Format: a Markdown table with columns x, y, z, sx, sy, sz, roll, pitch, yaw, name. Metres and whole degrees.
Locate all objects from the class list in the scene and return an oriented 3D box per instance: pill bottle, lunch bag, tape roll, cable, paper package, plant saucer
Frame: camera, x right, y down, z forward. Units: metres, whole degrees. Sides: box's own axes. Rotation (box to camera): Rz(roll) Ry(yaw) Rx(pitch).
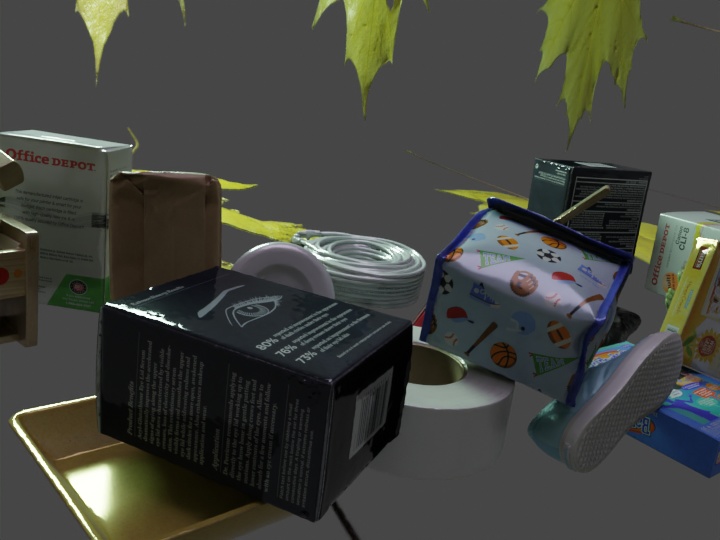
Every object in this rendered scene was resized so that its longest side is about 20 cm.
| x | y | z | sx | sy | sz | roll | pitch | yaw | name |
| --- | --- | --- | --- | --- | --- | --- | --- | --- | --- |
| -0.093 | 0.036 | 0.798 | 0.110 | 0.115 | 0.200 | 5 | -6 | -10 | pill bottle |
| 0.177 | 0.011 | 0.752 | 0.168 | 0.126 | 0.200 | 24 | 34 | 20 | lunch bag |
| 0.047 | 0.120 | 0.728 | 0.198 | 0.072 | 0.203 | 7 | 17 | -2 | tape roll |
| 0.000 | 0.000 | 1.119 | 0.196 | 0.071 | 0.200 | 3 | 18 | -19 | cable |
| -0.194 | -0.003 | 0.767 | 0.101 | 0.195 | 0.200 | 0 | 6 | -11 | paper package |
| -0.141 | 0.152 | 0.574 | 0.198 | 0.049 | 0.199 | -7 | 22 | -41 | plant saucer |

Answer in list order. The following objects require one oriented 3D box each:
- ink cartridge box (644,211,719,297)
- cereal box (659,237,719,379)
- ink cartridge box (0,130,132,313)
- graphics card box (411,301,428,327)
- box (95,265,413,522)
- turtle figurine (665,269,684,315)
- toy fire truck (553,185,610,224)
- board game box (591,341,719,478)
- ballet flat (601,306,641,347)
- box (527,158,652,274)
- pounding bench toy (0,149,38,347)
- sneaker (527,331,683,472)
| x | y | z | sx | sy | sz | roll | pitch | yaw | name |
| --- | --- | --- | --- | --- | --- | --- | --- | --- | --- |
| 0.629 | -0.010 | 1.297 | 0.142 | 0.148 | 0.199 | -3 | 19 | -32 | ink cartridge box |
| 0.454 | 0.063 | 0.884 | 0.197 | 0.146 | 0.039 | 21 | 2 | -22 | cereal box |
| -0.366 | -0.064 | 0.924 | 0.143 | 0.204 | 0.084 | 9 | 15 | 4 | ink cartridge box |
| 0.146 | 0.043 | 0.931 | 0.051 | 0.126 | 0.199 | 46 | 32 | 20 | graphics card box |
| -0.079 | 0.080 | 0.572 | 0.197 | 0.106 | 0.148 | 14 | 18 | 23 | box |
| 0.572 | 0.019 | 1.133 | 0.192 | 0.146 | 0.199 | 2 | -26 | 42 | turtle figurine |
| 0.303 | -0.026 | 1.104 | 0.126 | 0.204 | 0.176 | 7 | 16 | -1 | toy fire truck |
| 0.334 | 0.144 | 0.824 | 0.150 | 0.046 | 0.199 | -6 | 21 | -37 | board game box |
| 0.354 | 0.082 | 1.055 | 0.066 | 0.058 | 0.199 | 17 | 12 | 27 | ballet flat |
| 0.426 | -0.103 | 1.423 | 0.196 | 0.202 | 0.123 | 0 | 15 | -25 | box |
| -0.430 | -0.022 | 0.756 | 0.123 | 0.204 | 0.155 | 20 | 20 | 37 | pounding bench toy |
| 0.244 | 0.115 | 0.746 | 0.198 | 0.075 | 0.081 | -30 | 29 | -29 | sneaker |
